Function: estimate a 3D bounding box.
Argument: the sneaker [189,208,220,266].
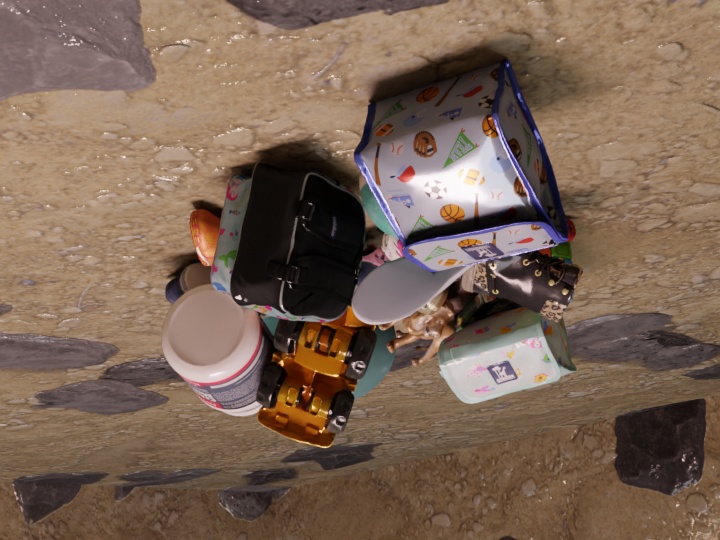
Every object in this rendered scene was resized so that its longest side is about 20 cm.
[{"bbox_3d":[-0.154,-0.023,1.534,0.076,0.074,0.200,-16,144,23],"label":"sneaker"}]

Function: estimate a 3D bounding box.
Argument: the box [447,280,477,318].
[{"bbox_3d":[0.153,0.022,1.828,0.099,0.076,0.200,3,162,-28],"label":"box"}]

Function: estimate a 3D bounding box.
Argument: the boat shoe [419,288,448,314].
[{"bbox_3d":[0.054,0.015,1.733,0.064,0.072,0.199,31,169,-27],"label":"boat shoe"}]

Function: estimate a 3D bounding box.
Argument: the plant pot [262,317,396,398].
[{"bbox_3d":[-0.035,0.115,1.864,0.199,0.203,0.160,-17,171,32],"label":"plant pot"}]

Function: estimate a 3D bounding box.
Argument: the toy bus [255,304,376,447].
[{"bbox_3d":[-0.056,0.126,1.682,0.134,0.202,0.192,19,-172,3],"label":"toy bus"}]

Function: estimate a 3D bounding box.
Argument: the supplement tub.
[{"bbox_3d":[-0.190,0.118,1.678,0.138,0.142,0.200,-8,154,7],"label":"supplement tub"}]

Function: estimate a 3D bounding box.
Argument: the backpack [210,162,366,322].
[{"bbox_3d":[-0.078,-0.028,1.412,0.149,0.180,0.199,10,178,31],"label":"backpack"}]

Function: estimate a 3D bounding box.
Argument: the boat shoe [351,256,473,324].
[{"bbox_3d":[0.076,0.004,1.476,0.201,0.075,0.086,-36,172,-8],"label":"boat shoe"}]

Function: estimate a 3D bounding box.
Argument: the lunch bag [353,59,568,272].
[{"bbox_3d":[0.111,-0.089,1.234,0.168,0.125,0.201,-12,127,26],"label":"lunch bag"}]

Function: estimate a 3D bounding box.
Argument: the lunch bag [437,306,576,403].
[{"bbox_3d":[0.214,0.121,1.743,0.168,0.124,0.200,-17,169,18],"label":"lunch bag"}]

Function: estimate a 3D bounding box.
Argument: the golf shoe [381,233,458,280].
[{"bbox_3d":[0.061,-0.037,1.556,0.091,0.073,0.200,-9,146,24],"label":"golf shoe"}]

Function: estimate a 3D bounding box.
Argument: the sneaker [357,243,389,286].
[{"bbox_3d":[0.000,0.000,1.691,0.070,0.083,0.200,31,179,-18],"label":"sneaker"}]

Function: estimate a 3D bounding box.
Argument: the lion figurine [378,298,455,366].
[{"bbox_3d":[0.105,0.087,1.805,0.121,0.073,0.200,-26,164,14],"label":"lion figurine"}]

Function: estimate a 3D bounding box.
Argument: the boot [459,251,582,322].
[{"bbox_3d":[0.218,-0.021,1.541,0.149,0.073,0.201,24,136,10],"label":"boot"}]

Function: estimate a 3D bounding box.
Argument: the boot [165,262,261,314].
[{"bbox_3d":[-0.187,0.032,1.755,0.198,0.074,0.090,14,160,-28],"label":"boot"}]

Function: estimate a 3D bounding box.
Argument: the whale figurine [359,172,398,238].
[{"bbox_3d":[0.089,-0.084,1.405,0.158,0.105,0.199,-21,161,37],"label":"whale figurine"}]

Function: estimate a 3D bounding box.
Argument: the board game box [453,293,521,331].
[{"bbox_3d":[0.208,0.063,1.819,0.103,0.024,0.200,-10,165,-14],"label":"board game box"}]

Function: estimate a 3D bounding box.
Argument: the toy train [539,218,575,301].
[{"bbox_3d":[0.220,-0.017,1.649,0.198,0.117,0.084,7,158,-39],"label":"toy train"}]
